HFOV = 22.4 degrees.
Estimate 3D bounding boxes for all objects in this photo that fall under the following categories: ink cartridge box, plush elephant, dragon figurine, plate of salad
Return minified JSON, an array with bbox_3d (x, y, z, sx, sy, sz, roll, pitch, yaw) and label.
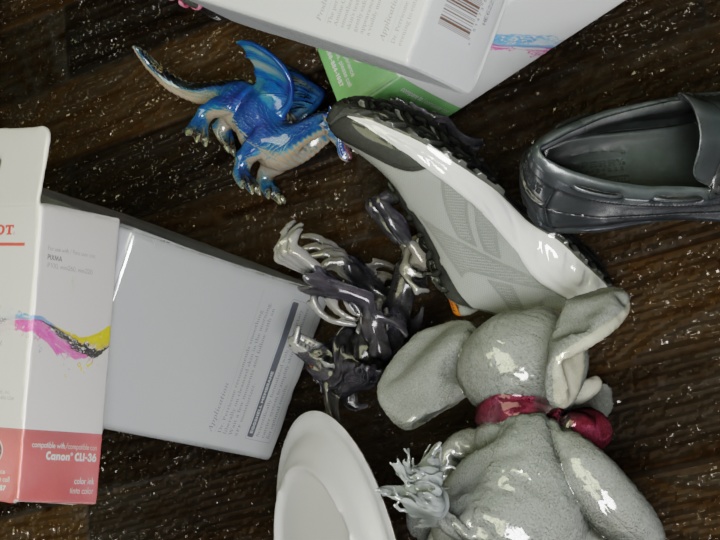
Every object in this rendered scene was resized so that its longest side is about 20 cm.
[{"bbox_3d":[0.064,-0.197,1.130,0.199,0.087,0.146,-33,62,25],"label":"ink cartridge box"},{"bbox_3d":[0.094,0.093,1.000,0.164,0.200,0.156,-3,57,41],"label":"plush elephant"},{"bbox_3d":[-0.063,-0.114,1.211,0.100,0.059,0.200,-52,56,12],"label":"dragon figurine"},{"bbox_3d":[-0.200,0.025,1.019,0.116,0.067,0.202,1,84,35],"label":"ink cartridge box"},{"bbox_3d":[-0.004,0.180,1.064,0.200,0.048,0.202,171,90,-68],"label":"plate of salad"}]

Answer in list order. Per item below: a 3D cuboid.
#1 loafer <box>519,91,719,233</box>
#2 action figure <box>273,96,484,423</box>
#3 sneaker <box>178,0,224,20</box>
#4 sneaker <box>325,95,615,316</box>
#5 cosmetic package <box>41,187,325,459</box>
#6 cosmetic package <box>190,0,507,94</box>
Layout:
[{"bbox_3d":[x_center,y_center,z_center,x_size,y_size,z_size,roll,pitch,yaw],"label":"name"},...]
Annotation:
[{"bbox_3d":[0.184,-0.063,0.981,0.199,0.071,0.069,-9,68,-2],"label":"loafer"},{"bbox_3d":[0.000,0.000,1.108,0.101,0.119,0.201,23,85,2],"label":"action figure"},{"bbox_3d":[-0.131,-0.215,1.281,0.199,0.079,0.096,-13,105,44],"label":"sneaker"},{"bbox_3d":[0.055,-0.024,1.036,0.079,0.200,0.074,-47,15,11],"label":"sneaker"},{"bbox_3d":[-0.167,0.024,1.161,0.198,0.199,0.124,20,89,36],"label":"cosmetic package"},{"bbox_3d":[-0.011,-0.181,1.082,0.199,0.074,0.102,24,93,38],"label":"cosmetic package"}]
